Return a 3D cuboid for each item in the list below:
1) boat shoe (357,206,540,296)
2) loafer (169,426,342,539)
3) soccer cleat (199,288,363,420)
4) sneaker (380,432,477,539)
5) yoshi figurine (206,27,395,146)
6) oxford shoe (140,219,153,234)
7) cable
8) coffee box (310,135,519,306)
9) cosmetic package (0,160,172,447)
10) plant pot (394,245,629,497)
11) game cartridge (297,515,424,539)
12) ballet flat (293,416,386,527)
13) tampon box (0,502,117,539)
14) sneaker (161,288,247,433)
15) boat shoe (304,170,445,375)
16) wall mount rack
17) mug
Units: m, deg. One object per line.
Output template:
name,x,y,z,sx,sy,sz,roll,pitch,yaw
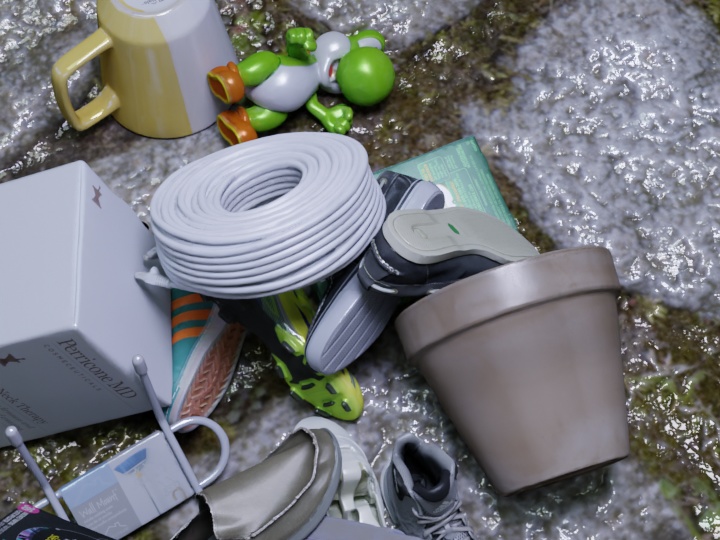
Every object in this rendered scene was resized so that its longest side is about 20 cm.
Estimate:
boat shoe,0.080,-0.011,1.139,0.199,0.068,0.072,-1,43,-45
loafer,-0.096,0.203,1.078,0.200,0.070,0.075,-48,36,-1
soccer cleat,-0.059,0.049,1.187,0.200,0.065,0.084,47,49,-9
sneaker,0.069,0.223,1.087,0.075,0.116,0.201,-24,61,-12
yoshi figurine,-0.047,-0.191,1.345,0.199,0.112,0.112,-25,80,-22
oxford shoe,-0.287,-0.029,1.268,0.198,0.075,0.071,-4,59,-1
cable,-0.080,-0.052,1.122,0.199,0.070,0.200,13,42,40
coffee box,0.039,-0.035,1.226,0.199,0.044,0.124,-22,78,-10
cosmetic package,-0.289,0.035,1.149,0.199,0.167,0.167,-15,57,15
plant pot,0.147,0.095,1.135,0.199,0.200,0.175,-15,76,-7
game cartridge,-0.038,0.260,1.053,0.199,0.038,0.130,0,53,45
ballet flat,-0.006,0.203,1.129,0.069,0.070,0.201,-16,60,-8
tampon box,-0.208,0.284,0.991,0.199,0.150,0.127,19,98,4
sneaker,-0.155,0.056,1.224,0.079,0.072,0.201,9,59,20
boat shoe,0.000,0.000,1.163,0.071,0.072,0.201,23,68,27
wall mount rack,-0.205,0.170,1.109,0.199,0.075,0.175,-30,104,-15
mug,-0.209,-0.225,1.337,0.148,0.153,0.187,16,61,10
